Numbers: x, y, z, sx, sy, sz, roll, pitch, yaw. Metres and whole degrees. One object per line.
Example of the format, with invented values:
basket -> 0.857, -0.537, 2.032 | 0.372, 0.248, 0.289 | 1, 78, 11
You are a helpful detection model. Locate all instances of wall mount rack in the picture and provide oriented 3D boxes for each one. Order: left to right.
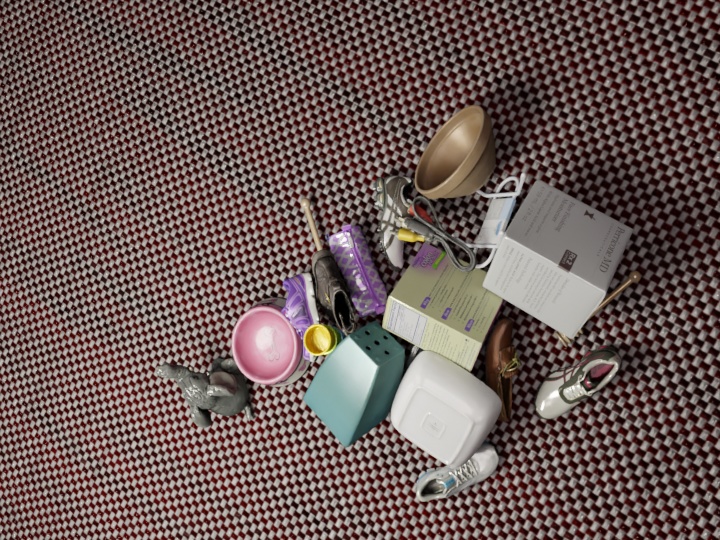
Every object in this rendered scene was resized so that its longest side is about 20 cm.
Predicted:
wall mount rack -> 0.261, -0.109, 1.201 | 0.073, 0.172, 0.205 | 27, 79, -26

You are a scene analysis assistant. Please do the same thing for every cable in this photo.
cable -> 0.155, -0.076, 1.236 | 0.197, 0.050, 0.099 | 30, 93, 15

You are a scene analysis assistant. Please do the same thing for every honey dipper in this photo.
honey dipper -> -0.094, -0.064, 1.374 | 0.037, 0.038, 0.206 | -18, 86, 15
honey dipper -> 0.469, 0.073, 1.216 | 0.199, 0.038, 0.038 | -42, 79, 8

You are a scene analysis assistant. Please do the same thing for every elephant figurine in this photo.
elephant figurine -> -0.341, 0.272, 1.372 | 0.150, 0.199, 0.147 | 3, 90, 16

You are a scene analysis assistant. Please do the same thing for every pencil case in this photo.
pencil case -> 0.000, 0.000, 1.329 | 0.082, 0.085, 0.205 | -22, 85, -22

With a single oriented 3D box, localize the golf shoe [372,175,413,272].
golf shoe -> 0.083, -0.102, 1.309 | 0.092, 0.078, 0.207 | -8, 89, 16

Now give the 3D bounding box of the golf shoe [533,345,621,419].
golf shoe -> 0.418, 0.220, 1.202 | 0.199, 0.088, 0.078 | -43, 81, 14

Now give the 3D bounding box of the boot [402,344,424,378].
boot -> 0.167, 0.239, 1.267 | 0.165, 0.076, 0.205 | 25, 116, 18

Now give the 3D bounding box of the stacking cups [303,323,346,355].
stacking cups -> -0.050, 0.143, 1.283 | 0.059, 0.199, 0.063 | -2, 84, 20

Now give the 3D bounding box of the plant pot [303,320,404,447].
plant pot -> 0.001, 0.214, 1.249 | 0.141, 0.140, 0.203 | 42, 128, 23

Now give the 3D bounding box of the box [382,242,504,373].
box -> 0.170, 0.070, 1.222 | 0.196, 0.177, 0.098 | 26, 139, 14

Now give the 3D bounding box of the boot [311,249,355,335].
boot -> -0.047, 0.071, 1.260 | 0.068, 0.175, 0.204 | -21, 128, -5

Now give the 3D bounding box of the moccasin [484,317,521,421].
moccasin -> 0.288, 0.199, 1.239 | 0.076, 0.073, 0.208 | 9, 92, 39

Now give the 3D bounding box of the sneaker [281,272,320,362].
sneaker -> -0.128, 0.104, 1.335 | 0.081, 0.081, 0.205 | -11, 60, -5

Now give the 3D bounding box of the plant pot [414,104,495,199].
plant pot -> 0.205, -0.218, 1.241 | 0.092, 0.202, 0.203 | 32, 102, -23

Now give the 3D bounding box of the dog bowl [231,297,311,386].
dog bowl -> -0.205, 0.165, 1.397 | 0.194, 0.074, 0.207 | 0, 90, 16

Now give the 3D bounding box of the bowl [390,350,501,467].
bowl -> 0.152, 0.279, 1.195 | 0.197, 0.074, 0.203 | 32, 125, 15

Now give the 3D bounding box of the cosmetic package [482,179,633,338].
cosmetic package -> 0.361, -0.021, 1.148 | 0.197, 0.167, 0.166 | 29, 59, 14

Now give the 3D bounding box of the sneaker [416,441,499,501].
sneaker -> 0.198, 0.424, 1.268 | 0.197, 0.086, 0.076 | -34, 79, 13
